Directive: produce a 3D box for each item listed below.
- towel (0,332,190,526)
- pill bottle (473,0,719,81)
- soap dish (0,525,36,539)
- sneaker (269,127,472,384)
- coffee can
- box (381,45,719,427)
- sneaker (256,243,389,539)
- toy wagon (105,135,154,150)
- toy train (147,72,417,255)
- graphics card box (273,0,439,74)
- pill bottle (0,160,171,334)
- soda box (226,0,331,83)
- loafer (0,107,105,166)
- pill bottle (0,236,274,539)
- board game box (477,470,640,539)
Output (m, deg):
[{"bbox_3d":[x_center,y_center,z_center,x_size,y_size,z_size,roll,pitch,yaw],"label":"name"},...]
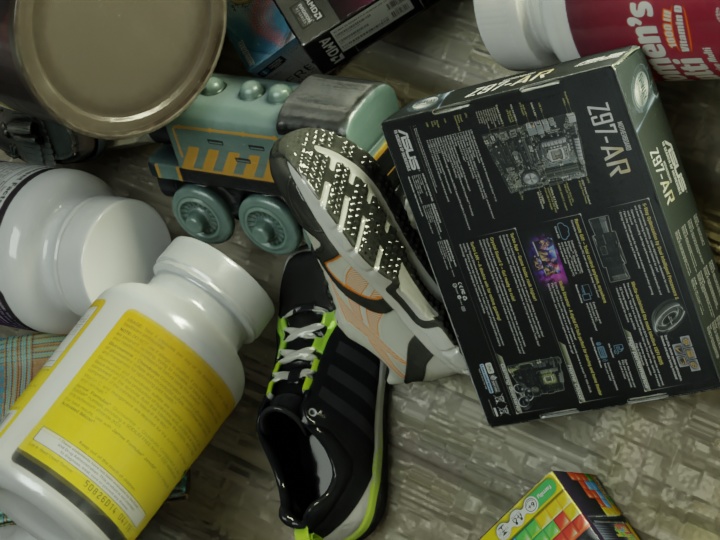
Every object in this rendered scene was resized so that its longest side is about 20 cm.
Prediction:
[{"bbox_3d":[-0.209,0.101,1.704,0.200,0.022,0.147,-9,55,9],"label":"towel"},{"bbox_3d":[0.173,-0.164,1.497,0.200,0.110,0.110,0,83,35],"label":"pill bottle"},{"bbox_3d":[-0.266,0.173,1.747,0.200,0.081,0.157,38,84,31],"label":"soap dish"},{"bbox_3d":[0.000,0.000,1.555,0.080,0.200,0.074,-19,31,34],"label":"sneaker"},{"bbox_3d":[-0.198,-0.168,1.627,0.200,0.146,0.146,18,94,53],"label":"coffee can"},{"bbox_3d":[0.117,-0.017,1.503,0.160,0.044,0.200,-13,104,33],"label":"box"},{"bbox_3d":[-0.026,0.077,1.617,0.072,0.083,0.200,-15,75,32],"label":"sneaker"},{"bbox_3d":[-0.165,-0.183,1.741,0.155,0.040,0.200,-5,88,55],"label":"toy wagon"},{"bbox_3d":[-0.051,-0.072,1.629,0.200,0.085,0.114,10,132,33],"label":"toy train"},{"bbox_3d":[0.025,-0.227,1.603,0.200,0.051,0.125,-32,66,5],"label":"graphics card box"},{"bbox_3d":[-0.224,-0.016,1.738,0.200,0.111,0.111,9,88,41],"label":"pill bottle"},{"bbox_3d":[-0.076,-0.214,1.696,0.064,0.068,0.200,-36,65,15],"label":"soda box"},{"bbox_3d":[-0.249,-0.106,1.780,0.200,0.063,0.072,22,132,50],"label":"loafer"},{"bbox_3d":[-0.143,0.080,1.619,0.112,0.112,0.200,24,68,34],"label":"pill bottle"},{"bbox_3d":[0.103,0.244,1.523,0.200,0.057,0.165,-47,60,20],"label":"board game box"}]
